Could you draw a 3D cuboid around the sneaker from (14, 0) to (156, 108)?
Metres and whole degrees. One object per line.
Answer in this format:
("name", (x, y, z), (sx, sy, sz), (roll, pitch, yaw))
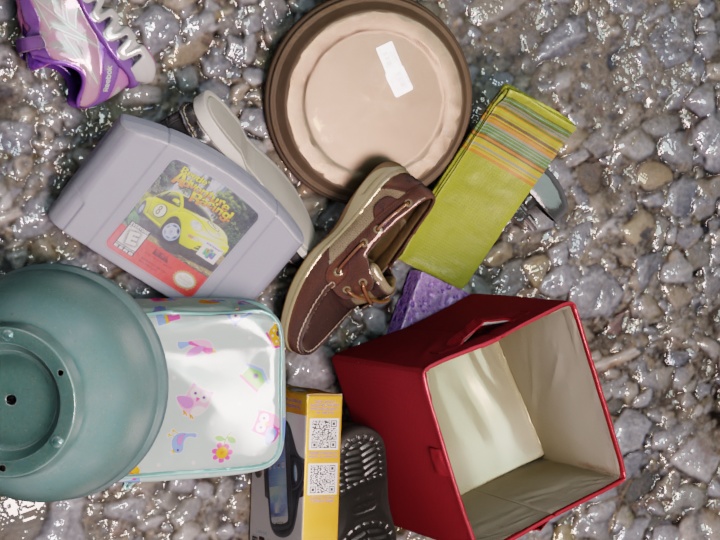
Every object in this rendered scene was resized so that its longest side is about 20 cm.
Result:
("sneaker", (-0.265, -0.218, 1.548), (0.088, 0.080, 0.200), (-42, 109, -12))

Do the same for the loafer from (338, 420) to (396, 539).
("loafer", (-0.011, 0.221, 1.680), (0.073, 0.071, 0.201), (-10, 118, -26))

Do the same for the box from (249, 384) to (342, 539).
("box", (-0.061, 0.206, 1.633), (0.041, 0.119, 0.201), (4, 89, -26))

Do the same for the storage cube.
("storage cube", (0.105, 0.135, 1.649), (0.170, 0.180, 0.201), (-23, 103, -25))

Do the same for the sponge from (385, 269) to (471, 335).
("sponge", (0.063, 0.111, 1.744), (0.111, 0.030, 0.201), (26, 80, -25))

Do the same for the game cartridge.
("game cartridge", (-0.155, -0.045, 1.589), (0.200, 0.041, 0.133), (33, 108, -22))

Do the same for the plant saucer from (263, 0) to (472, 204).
("plant saucer", (0.010, -0.157, 1.679), (0.199, 0.029, 0.201), (-2, 102, -11))

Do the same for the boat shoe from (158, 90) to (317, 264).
("boat shoe", (-0.108, -0.073, 1.636), (0.060, 0.074, 0.200), (-26, 127, 18))

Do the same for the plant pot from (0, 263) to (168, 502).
("plant pot", (-0.268, 0.098, 1.467), (0.199, 0.134, 0.202), (0, 93, 8))

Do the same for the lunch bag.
("lunch bag", (-0.165, 0.107, 1.579), (0.199, 0.077, 0.161), (-2, 98, -7))

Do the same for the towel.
("towel", (0.118, -0.076, 1.720), (0.086, 0.018, 0.200), (26, 110, -21))

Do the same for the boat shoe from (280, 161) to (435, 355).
("boat shoe", (0.000, 0.000, 1.656), (0.200, 0.072, 0.072), (-55, 149, 4))

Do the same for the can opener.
("can opener", (0.119, -0.117, 1.754), (0.066, 0.053, 0.200), (-44, 107, -2))
